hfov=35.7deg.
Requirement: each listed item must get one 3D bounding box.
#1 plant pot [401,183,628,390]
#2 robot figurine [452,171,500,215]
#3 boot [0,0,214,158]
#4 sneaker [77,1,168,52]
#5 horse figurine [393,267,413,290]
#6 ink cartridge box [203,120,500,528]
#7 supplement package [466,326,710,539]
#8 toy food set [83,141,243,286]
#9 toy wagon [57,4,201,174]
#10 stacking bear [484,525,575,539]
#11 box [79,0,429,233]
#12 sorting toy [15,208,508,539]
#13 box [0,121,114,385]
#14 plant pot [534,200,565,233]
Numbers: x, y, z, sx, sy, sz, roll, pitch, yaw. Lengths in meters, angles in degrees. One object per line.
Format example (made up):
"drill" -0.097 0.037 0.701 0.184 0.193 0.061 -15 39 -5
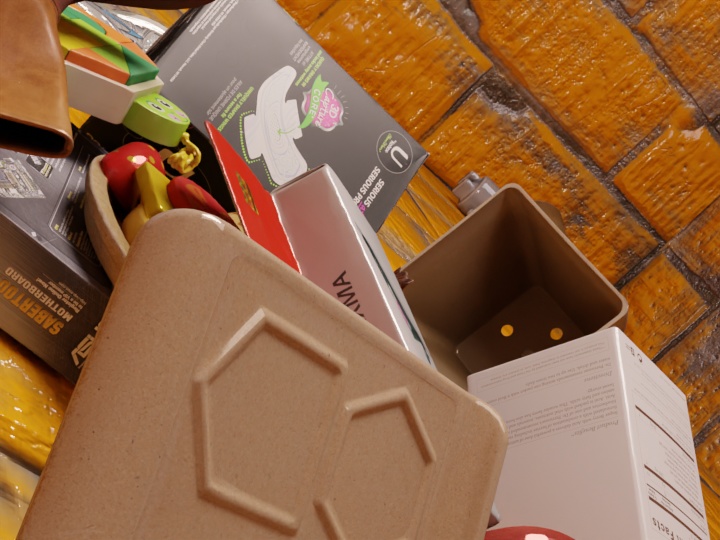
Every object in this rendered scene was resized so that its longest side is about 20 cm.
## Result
"plant pot" 0.168 0.066 1.225 0.200 0.200 0.177 52 1 32
"robot figurine" 0.333 -0.166 2.926 0.200 0.113 0.170 45 47 -6
"boot" -0.146 -0.129 0.548 0.188 0.069 0.200 16 37 -26
"sneaker" -0.227 -0.191 0.977 0.200 0.078 0.086 31 29 -33
"horse figurine" 0.000 0.000 1.128 0.200 0.050 0.133 46 -11 53
"ink cartridge box" -0.001 0.030 0.571 0.200 0.044 0.174 67 6 28
"supplement package" 0.154 0.164 0.746 0.120 0.121 0.200 39 40 -41
"toy food set" -0.067 0.012 0.598 0.200 0.049 0.198 44 11 -39
"toy wagon" -0.173 -0.126 0.651 0.200 0.040 0.155 32 15 -2
"stacking bear" 0.088 0.224 0.519 0.121 0.114 0.200 42 16 -22
"box" -0.081 -0.095 0.840 0.200 0.124 0.148 43 -27 -17
"sorting toy" -0.032 0.101 0.403 0.036 0.185 0.200 -2 -27 44
"box" -0.184 -0.042 0.596 0.158 0.048 0.200 41 11 -20
"plant pot" 0.403 -0.025 2.578 0.186 0.186 0.200 37 29 -40
